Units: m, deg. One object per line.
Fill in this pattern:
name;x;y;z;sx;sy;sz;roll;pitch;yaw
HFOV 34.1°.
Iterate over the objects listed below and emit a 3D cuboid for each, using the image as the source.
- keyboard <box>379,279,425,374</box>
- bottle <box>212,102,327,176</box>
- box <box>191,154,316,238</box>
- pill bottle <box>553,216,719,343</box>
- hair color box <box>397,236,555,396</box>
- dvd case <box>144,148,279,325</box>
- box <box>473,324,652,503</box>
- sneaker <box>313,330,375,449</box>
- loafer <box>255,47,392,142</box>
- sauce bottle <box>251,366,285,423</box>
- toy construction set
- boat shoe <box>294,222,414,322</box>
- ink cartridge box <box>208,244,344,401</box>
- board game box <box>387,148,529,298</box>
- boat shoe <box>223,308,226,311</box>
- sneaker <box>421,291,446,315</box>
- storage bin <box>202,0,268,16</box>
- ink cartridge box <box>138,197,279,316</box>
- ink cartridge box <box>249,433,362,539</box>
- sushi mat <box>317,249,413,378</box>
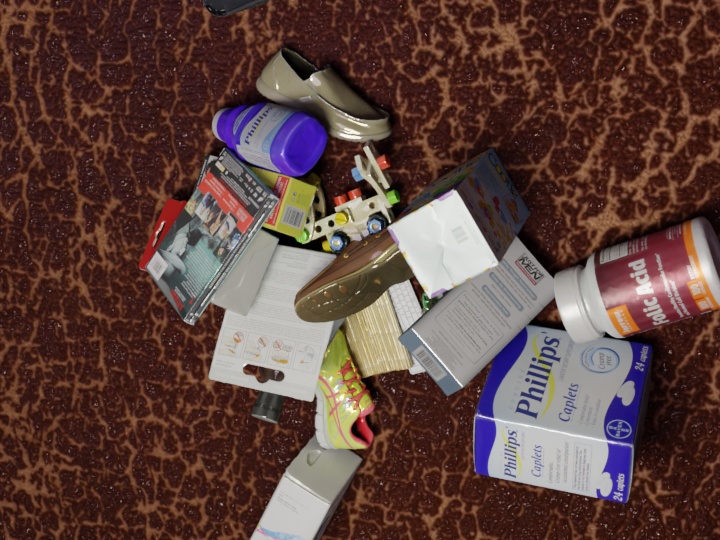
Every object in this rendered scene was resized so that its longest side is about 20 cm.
keyboard;0.056;0.049;1.635;0.056;0.011;0.202;-18;101;25
bottle;-0.127;-0.179;1.546;0.199;0.084;0.065;22;164;50
box;-0.146;-0.101;1.575;0.199;0.050;0.076;20;91;45
pill bottle;0.349;0.017;1.457;0.198;0.114;0.115;-20;100;25
hair color box;0.154;0.055;1.499;0.099;0.200;0.061;48;157;2
dvd case;-0.199;-0.047;1.541;0.201;0.022;0.146;-54;43;7
box;0.260;0.176;1.497;0.198;0.185;0.106;8;130;17
sneaker;-0.019;0.169;1.663;0.090;0.078;0.202;10;123;30
loafer;-0.046;-0.231;1.540;0.198;0.076;0.069;25;121;11
sauce bottle;-0.105;0.111;1.633;0.064;0.065;0.202;15;77;15
toy construction set;-0.024;-0.096;1.570;0.199;0.092;0.132;-21;92;38
boat shoe;0.000;0.000;1.528;0.199;0.068;0.072;-30;137;7
ink cartridge box;-0.104;0.068;1.590;0.161;0.050;0.202;10;79;19
board game box;0.126;-0.062;1.463;0.102;0.200;0.105;-28;98;26
boat shoe;-0.145;0.065;1.691;0.068;0.072;0.201;-16;112;54
sneaker;0.106;0.040;1.582;0.088;0.077;0.202;-9;109;43
storage bin;-0.117;-0.421;1.491;0.198;0.094;0.136;-17;102;24
ink cartridge box;-0.212;-0.023;1.608;0.199;0.067;0.117;19;84;48
ink cartridge box;-0.091;0.358;1.721;0.087;0.145;0.201;29;115;8
sushi mat;0.003;0.054;1.651;0.095;0.012;0.202;-12;103;31
